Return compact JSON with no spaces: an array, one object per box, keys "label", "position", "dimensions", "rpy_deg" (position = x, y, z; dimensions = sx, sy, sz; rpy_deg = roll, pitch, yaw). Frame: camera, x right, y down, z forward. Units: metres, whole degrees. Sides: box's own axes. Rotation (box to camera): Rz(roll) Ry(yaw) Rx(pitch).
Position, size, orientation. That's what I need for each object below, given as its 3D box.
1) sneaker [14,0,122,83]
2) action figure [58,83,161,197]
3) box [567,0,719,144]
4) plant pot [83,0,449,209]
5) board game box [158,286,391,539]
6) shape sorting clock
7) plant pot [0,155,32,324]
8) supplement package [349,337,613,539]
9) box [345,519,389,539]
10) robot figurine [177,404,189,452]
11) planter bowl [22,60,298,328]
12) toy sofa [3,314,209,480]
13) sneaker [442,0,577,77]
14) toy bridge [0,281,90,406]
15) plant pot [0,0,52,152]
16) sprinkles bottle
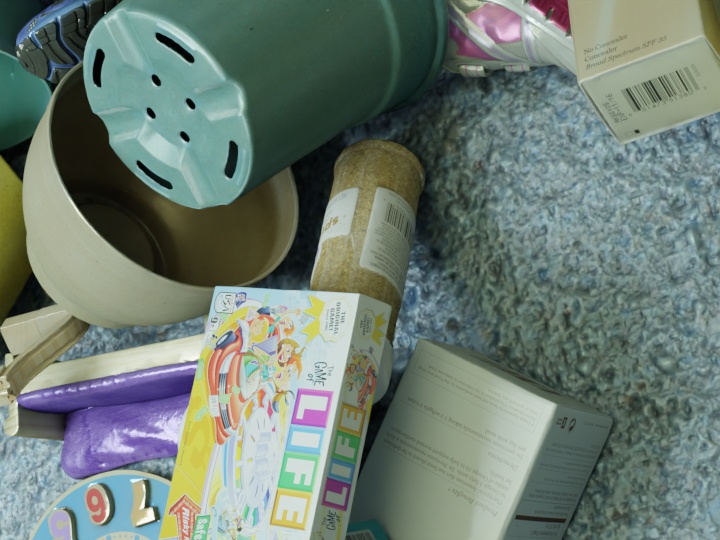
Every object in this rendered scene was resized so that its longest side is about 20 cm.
[{"label":"sneaker","position":[-0.185,-0.208,1.480],"dimensions":[0.199,0.076,0.078],"rpy_deg":[-33,42,-27]},{"label":"action figure","position":[-0.145,-0.096,1.486],"dimensions":[0.198,0.055,0.119],"rpy_deg":[-1,81,18]},{"label":"box","position":[0.192,-0.196,1.289],"dimensions":[0.094,0.078,0.201],"rpy_deg":[-20,51,21]},{"label":"plant pot","position":[-0.073,-0.153,1.313],"dimensions":[0.199,0.196,0.201],"rpy_deg":[24,135,26]},{"label":"board game box","position":[-0.058,0.113,1.218],"dimensions":[0.134,0.034,0.202],"rpy_deg":[2,76,42]},{"label":"shape sorting clock","position":[-0.184,0.254,1.461],"dimensions":[0.198,0.039,0.202],"rpy_deg":[-2,84,24]},{"label":"plant pot","position":[-0.330,-0.036,1.505],"dimensions":[0.142,0.200,0.200],"rpy_deg":[-40,67,-6]},{"label":"supplement package","position":[0.070,0.165,1.313],"dimensions":[0.116,0.117,0.201],"rpy_deg":[25,94,27]},{"label":"box","position":[-0.064,0.243,1.264],"dimensions":[0.200,0.082,0.049],"rpy_deg":[-42,68,23]},{"label":"robot figurine","position":[-0.066,0.152,1.351],"dimensions":[0.112,0.170,0.201],"rpy_deg":[6,123,25]},{"label":"planter bowl","position":[-0.163,-0.041,1.386],"dimensions":[0.135,0.199,0.201],"rpy_deg":[-42,65,43]},{"label":"toy sofa","position":[-0.169,0.098,1.454],"dimensions":[0.199,0.083,0.098],"rpy_deg":[-12,77,24]},{"label":"sneaker","position":[0.099,-0.179,1.375],"dimensions":[0.199,0.081,0.089],"rpy_deg":[29,127,14]},{"label":"toy bridge","position":[-0.239,0.043,1.446],"dimensions":[0.067,0.200,0.027],"rpy_deg":[-14,114,16]},{"label":"plant pot","position":[-0.346,-0.204,1.525],"dimensions":[0.199,0.200,0.162],"rpy_deg":[-16,63,22]},{"label":"sprinkles bottle","position":[0.000,0.000,1.336],"dimensions":[0.068,0.068,0.201],"rpy_deg":[-10,44,23]}]
